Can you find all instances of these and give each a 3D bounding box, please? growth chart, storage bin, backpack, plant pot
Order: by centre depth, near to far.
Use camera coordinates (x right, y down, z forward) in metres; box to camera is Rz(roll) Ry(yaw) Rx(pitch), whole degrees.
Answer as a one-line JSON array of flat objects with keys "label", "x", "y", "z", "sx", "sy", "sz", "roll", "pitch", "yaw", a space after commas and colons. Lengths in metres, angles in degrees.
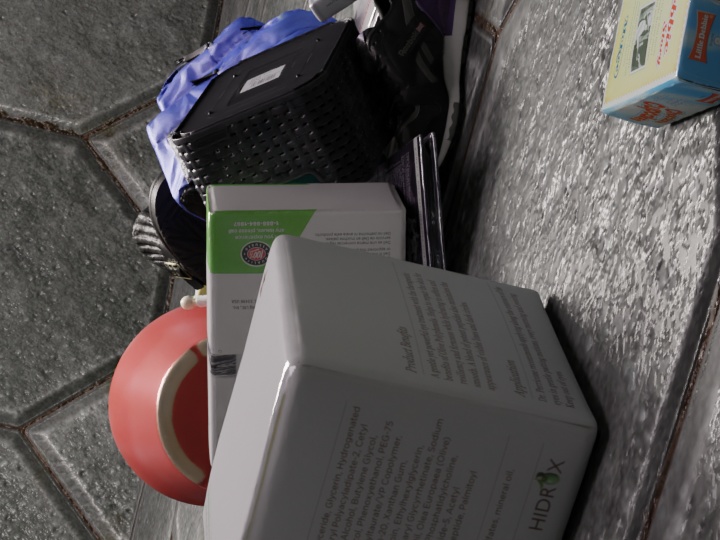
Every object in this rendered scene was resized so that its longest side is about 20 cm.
[{"label": "storage bin", "x": -0.058, "y": -0.118, "z": 1.581, "sx": 0.094, "sy": 0.135, "sz": 0.200, "roll": 64, "pitch": -164, "yaw": -16}, {"label": "plant pot", "x": -0.123, "y": 0.126, "z": 1.776, "sx": 0.177, "sy": 0.199, "sz": 0.202, "roll": 177, "pitch": 105, "yaw": -79}, {"label": "backpack", "x": -0.078, "y": -0.148, "z": 1.777, "sx": 0.200, "sy": 0.162, "sz": 0.168, "roll": -35, "pitch": 64, "yaw": 20}, {"label": "growth chart", "x": -0.087, "y": 0.017, "z": 1.793, "sx": 0.200, "sy": 0.144, "sz": 0.018, "roll": -18, "pitch": -82, "yaw": -75}]

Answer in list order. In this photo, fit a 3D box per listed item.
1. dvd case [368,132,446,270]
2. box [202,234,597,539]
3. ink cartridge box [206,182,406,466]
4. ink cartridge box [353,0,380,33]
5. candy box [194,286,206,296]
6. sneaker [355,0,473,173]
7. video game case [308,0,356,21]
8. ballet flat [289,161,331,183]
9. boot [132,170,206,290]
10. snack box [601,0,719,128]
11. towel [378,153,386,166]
[{"label": "dvd case", "x": 0.035, "y": -0.014, "z": 1.494, "sx": 0.200, "sy": 0.016, "sz": 0.150, "roll": 150, "pitch": 116, "yaw": -77}, {"label": "box", "x": 0.012, "y": 0.115, "z": 1.110, "sx": 0.199, "sy": 0.170, "sz": 0.201, "roll": -103, "pitch": 28, "yaw": -69}, {"label": "ink cartridge box", "x": -0.043, "y": 0.041, "z": 1.468, "sx": 0.084, "sy": 0.145, "sz": 0.201, "roll": -111, "pitch": 21, "yaw": -72}, {"label": "ink cartridge box", "x": 0.040, "y": -0.253, "z": 1.727, "sx": 0.200, "sy": 0.066, "sz": 0.116, "roll": -92, "pitch": 19, "yaw": -57}, {"label": "candy box", "x": -0.099, "y": -0.027, "z": 2.083, "sx": 0.055, "sy": 0.115, "sz": 0.201, "roll": -86, "pitch": 13, "yaw": -45}, {"label": "sneaker", "x": 0.034, "y": -0.151, "z": 1.574, "sx": 0.076, "sy": 0.087, "sz": 0.201, "roll": 119, "pitch": 161, "yaw": -57}, {"label": "video game case", "x": 0.033, "y": -0.297, "z": 1.640, "sx": 0.182, "sy": 0.024, "sz": 0.200, "roll": -31, "pitch": 26, "yaw": 13}, {"label": "ballet flat", "x": -0.026, "y": -0.019, "z": 1.603, "sx": 0.200, "sy": 0.070, "sz": 0.071, "roll": -115, "pitch": 38, "yaw": -58}, {"label": "boot", "x": -0.175, "y": -0.043, "z": 1.935, "sx": 0.079, "sy": 0.211, "sz": 0.158, "roll": -45, "pitch": 43, "yaw": -13}, {"label": "snack box", "x": 0.172, "y": -0.178, "z": 0.979, "sx": 0.116, "sy": 0.037, "sz": 0.201, "roll": 162, "pitch": 120, "yaw": -79}, {"label": "towel", "x": 0.000, "y": 0.000, "z": 1.688, "sx": 0.112, "sy": 0.048, "sz": 0.201, "roll": 175, "pitch": 107, "yaw": -79}]
